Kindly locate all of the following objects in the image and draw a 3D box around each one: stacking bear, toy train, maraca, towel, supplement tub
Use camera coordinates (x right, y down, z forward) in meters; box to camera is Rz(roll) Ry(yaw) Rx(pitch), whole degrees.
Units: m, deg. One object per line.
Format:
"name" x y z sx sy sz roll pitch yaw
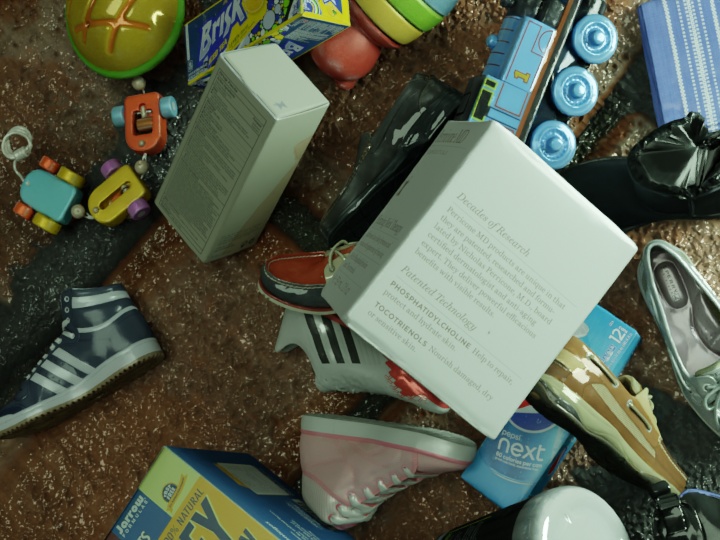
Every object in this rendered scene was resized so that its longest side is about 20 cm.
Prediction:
"stacking bear" 0.028 -0.271 1.280 0.121 0.114 0.200 42 108 -15
"toy train" 0.163 -0.180 1.218 0.113 0.087 0.202 22 88 -11
"maraca" -0.258 -0.294 1.374 0.136 0.107 0.202 -27 68 6
"toy train" -0.280 -0.114 1.380 0.197 0.056 0.152 -13 76 12
"towel" 0.368 -0.207 1.212 0.197 0.024 0.147 -12 75 14
"supplement tub" 0.130 0.269 1.112 0.199 0.121 0.124 -34 68 47

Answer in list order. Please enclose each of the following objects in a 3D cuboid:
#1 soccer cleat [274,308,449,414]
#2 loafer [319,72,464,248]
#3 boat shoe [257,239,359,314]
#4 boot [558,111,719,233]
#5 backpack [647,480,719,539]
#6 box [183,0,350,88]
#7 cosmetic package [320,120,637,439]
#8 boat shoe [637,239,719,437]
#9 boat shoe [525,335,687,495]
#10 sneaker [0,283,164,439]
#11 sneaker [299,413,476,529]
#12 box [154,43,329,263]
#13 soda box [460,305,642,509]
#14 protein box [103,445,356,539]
"soccer cleat" 0.001 0.093 1.252 0.199 0.068 0.086 34 100 23
"loafer" 0.025 -0.108 1.278 0.200 0.073 0.072 -47 62 -5
"boat shoe" 0.000 0.000 1.235 0.197 0.063 0.072 3 45 -1
"boot" 0.248 -0.083 1.148 0.197 0.168 0.078 -4 80 17
"backpack" 0.313 0.298 1.073 0.198 0.154 0.193 19 78 25
"box" -0.097 -0.244 1.287 0.199 0.064 0.071 -19 71 47
"cosmetic package" 0.094 0.001 1.105 0.166 0.167 0.201 38 90 -11
"boat shoe" 0.309 0.066 1.158 0.074 0.065 0.204 -26 74 11
"boat shoe" 0.225 0.128 1.117 0.075 0.200 0.074 15 68 56
"sneaker" -0.310 0.090 1.342 0.198 0.070 0.109 -29 78 4
"sneaker" 0.021 0.194 1.206 0.198 0.075 0.106 2 83 40
"box" -0.119 -0.113 1.261 0.095 0.077 0.201 49 132 18
"soda box" 0.177 0.126 1.187 0.064 0.068 0.201 34 92 19
"protein box" -0.104 0.274 1.179 0.197 0.200 0.136 35 92 19
